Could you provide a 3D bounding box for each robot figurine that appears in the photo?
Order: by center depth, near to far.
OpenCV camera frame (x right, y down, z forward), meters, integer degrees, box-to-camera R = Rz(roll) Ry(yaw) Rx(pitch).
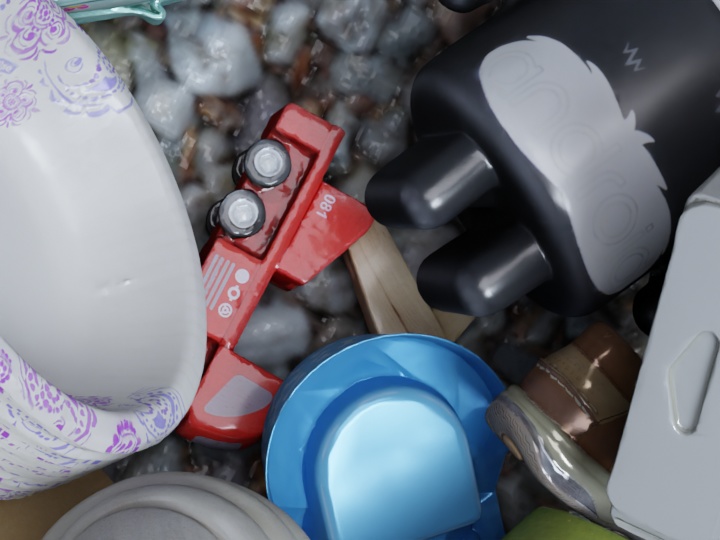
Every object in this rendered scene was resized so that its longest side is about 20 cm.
[{"bbox_3d":[0.100,-0.062,0.835,0.199,0.151,0.125,-36,49,-12],"label":"robot figurine"}]

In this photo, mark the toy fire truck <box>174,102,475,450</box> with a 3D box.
[{"bbox_3d":[0.000,0.000,0.898,0.140,0.049,0.201,28,82,-8],"label":"toy fire truck"}]

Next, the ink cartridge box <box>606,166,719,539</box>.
[{"bbox_3d":[0.180,0.007,0.765,0.084,0.146,0.200,25,37,23],"label":"ink cartridge box"}]

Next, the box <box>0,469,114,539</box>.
[{"bbox_3d":[-0.193,0.079,0.792,0.164,0.200,0.021,47,121,4],"label":"box"}]

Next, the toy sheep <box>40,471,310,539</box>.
[{"bbox_3d":[-0.072,0.139,0.762,0.136,0.200,0.139,-2,76,7],"label":"toy sheep"}]

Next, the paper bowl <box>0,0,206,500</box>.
[{"bbox_3d":[-0.154,-0.009,0.788,0.104,0.200,0.202,-25,90,22],"label":"paper bowl"}]

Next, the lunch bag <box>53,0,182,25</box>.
[{"bbox_3d":[-0.143,-0.178,0.872,0.198,0.077,0.162,-12,87,-9],"label":"lunch bag"}]

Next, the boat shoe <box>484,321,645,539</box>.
[{"bbox_3d":[0.130,0.080,0.854,0.072,0.200,0.076,-50,52,4],"label":"boat shoe"}]

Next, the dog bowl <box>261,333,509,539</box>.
[{"bbox_3d":[0.017,0.118,0.866,0.111,0.050,0.202,-16,106,-13],"label":"dog bowl"}]

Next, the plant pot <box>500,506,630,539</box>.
[{"bbox_3d":[0.062,0.201,0.790,0.186,0.187,0.201,30,79,-6],"label":"plant pot"}]
